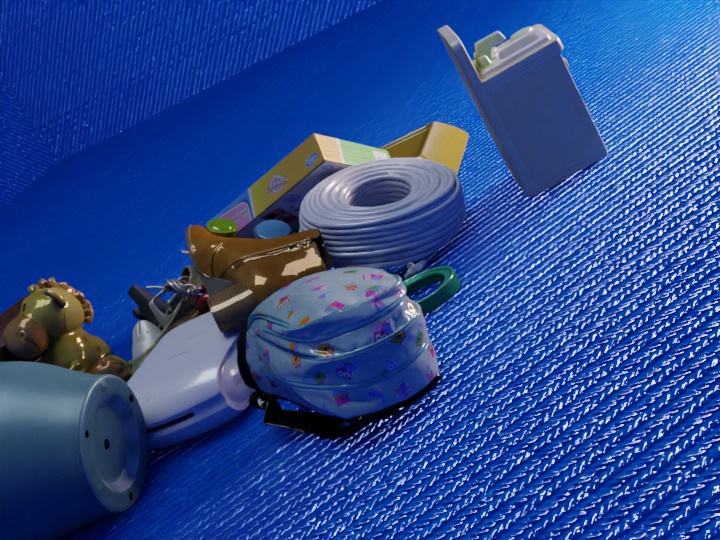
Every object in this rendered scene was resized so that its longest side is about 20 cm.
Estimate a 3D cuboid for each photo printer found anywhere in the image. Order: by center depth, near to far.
[{"bbox_3d":[-0.176,0.115,1.363,0.165,0.070,0.200,-22,19,26],"label":"photo printer"}]

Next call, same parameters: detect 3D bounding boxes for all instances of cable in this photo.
[{"bbox_3d":[0.022,-0.067,1.458,0.199,0.070,0.200,10,34,36],"label":"cable"}]

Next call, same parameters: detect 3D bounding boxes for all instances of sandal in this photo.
[{"bbox_3d":[-0.279,0.062,1.690,0.043,0.076,0.200,-58,19,0],"label":"sandal"}]

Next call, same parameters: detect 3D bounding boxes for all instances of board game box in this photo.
[{"bbox_3d":[-0.072,-0.092,1.605,0.199,0.041,0.152,-36,-24,30],"label":"board game box"}]

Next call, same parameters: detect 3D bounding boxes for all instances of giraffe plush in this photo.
[{"bbox_3d":[-0.378,0.096,1.592,0.172,0.163,0.200,-18,22,37],"label":"giraffe plush"}]

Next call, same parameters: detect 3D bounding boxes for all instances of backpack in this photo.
[{"bbox_3d":[-0.020,0.067,1.142,0.166,0.127,0.200,-33,20,-20],"label":"backpack"}]

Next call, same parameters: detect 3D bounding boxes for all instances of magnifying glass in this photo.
[{"bbox_3d":[0.014,0.043,1.327,0.199,0.023,0.080,-24,19,25],"label":"magnifying glass"}]

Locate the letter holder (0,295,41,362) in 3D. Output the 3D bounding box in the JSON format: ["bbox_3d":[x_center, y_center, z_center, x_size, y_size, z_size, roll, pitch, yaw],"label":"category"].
[{"bbox_3d":[-0.499,0.129,1.814,0.142,0.101,0.200,-37,18,-14],"label":"letter holder"}]

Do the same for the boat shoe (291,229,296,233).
[{"bbox_3d":[-0.089,-0.020,1.602,0.199,0.068,0.072,-32,16,-8],"label":"boat shoe"}]

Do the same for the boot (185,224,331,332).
[{"bbox_3d":[-0.110,-0.014,1.390,0.143,0.071,0.202,-25,35,-5],"label":"boot"}]

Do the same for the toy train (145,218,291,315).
[{"bbox_3d":[-0.171,-0.010,1.499,0.198,0.117,0.085,9,30,13],"label":"toy train"}]

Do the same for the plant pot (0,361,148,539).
[{"bbox_3d":[-0.321,0.178,1.247,0.186,0.202,0.200,-9,23,18],"label":"plant pot"}]

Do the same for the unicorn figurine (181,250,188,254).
[{"bbox_3d":[-0.137,-0.052,1.782,0.137,0.074,0.200,-32,0,29],"label":"unicorn figurine"}]

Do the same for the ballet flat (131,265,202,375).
[{"bbox_3d":[-0.243,0.070,1.553,0.070,0.071,0.201,-14,34,43],"label":"ballet flat"}]

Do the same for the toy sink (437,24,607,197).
[{"bbox_3d":[0.186,-0.208,1.435,0.111,0.201,0.130,-29,16,6],"label":"toy sink"}]

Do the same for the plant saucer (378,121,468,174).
[{"bbox_3d":[0.043,-0.134,1.725,0.199,0.049,0.200,-25,18,21],"label":"plant saucer"}]
